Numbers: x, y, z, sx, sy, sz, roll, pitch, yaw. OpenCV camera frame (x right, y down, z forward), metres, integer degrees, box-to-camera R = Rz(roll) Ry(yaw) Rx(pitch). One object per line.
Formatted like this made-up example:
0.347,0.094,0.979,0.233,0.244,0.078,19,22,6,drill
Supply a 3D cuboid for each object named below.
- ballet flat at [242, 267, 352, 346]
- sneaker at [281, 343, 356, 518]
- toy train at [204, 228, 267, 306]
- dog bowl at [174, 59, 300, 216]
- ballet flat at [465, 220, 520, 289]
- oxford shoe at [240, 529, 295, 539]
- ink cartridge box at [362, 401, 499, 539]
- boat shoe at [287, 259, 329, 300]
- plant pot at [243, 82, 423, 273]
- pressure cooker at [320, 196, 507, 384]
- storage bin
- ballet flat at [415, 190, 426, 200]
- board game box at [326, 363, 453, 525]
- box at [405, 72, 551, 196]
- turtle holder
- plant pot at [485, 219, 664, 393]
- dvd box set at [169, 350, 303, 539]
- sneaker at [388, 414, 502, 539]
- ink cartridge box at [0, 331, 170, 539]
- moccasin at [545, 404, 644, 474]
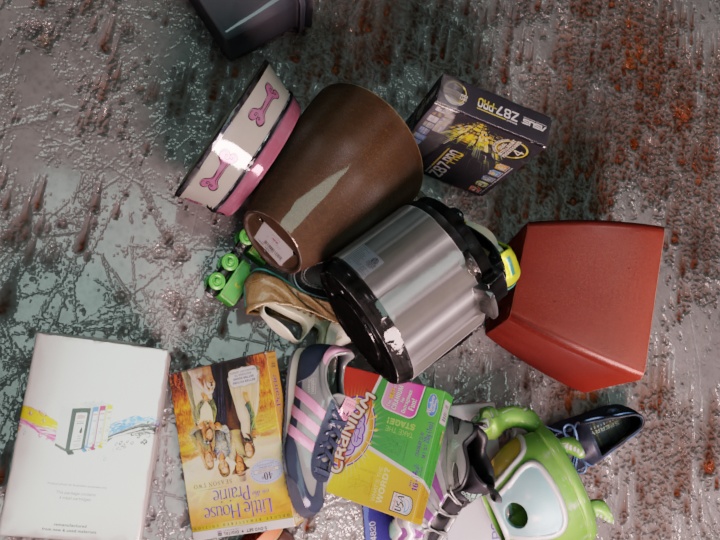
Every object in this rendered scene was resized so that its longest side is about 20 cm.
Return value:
-0.065,0.065,0.898,0.196,0.068,0.074,25,56,-21,ballet flat
-0.045,0.183,0.820,0.080,0.070,0.205,-12,66,23,sneaker
-0.137,-0.041,0.927,0.056,0.042,0.202,37,71,-16,toy train
-0.149,-0.158,0.868,0.073,0.199,0.203,34,72,-16,dog bowl
0.137,-0.044,0.927,0.066,0.199,0.068,-35,132,-16,ballet flat
-0.152,0.390,0.821,0.199,0.071,0.073,-42,97,-19,oxford shoe
0.098,0.285,0.927,0.194,0.041,0.206,-2,80,-16,ink cartridge box
0.000,0.003,0.940,0.194,0.068,0.076,2,78,-16,boat shoe
-0.049,-0.096,0.864,0.187,0.187,0.201,44,60,-3,plant pot
0.072,0.014,0.830,0.198,0.179,0.177,-36,84,-15,pressure cooker
-0.171,-0.401,0.943,0.133,0.146,0.202,-35,90,-9,storage bin
0.015,-0.149,0.985,0.199,0.068,0.046,41,102,-8,ballet flat
0.002,0.205,0.856,0.195,0.040,0.157,9,73,27,board game box
0.143,-0.178,0.947,0.158,0.200,0.050,21,73,-11,box
0.217,0.268,0.875,0.129,0.141,0.190,-23,101,-5,turtle holder
0.280,0.038,0.959,0.172,0.200,0.205,16,75,0,plant pot
-0.153,0.212,0.838,0.143,0.029,0.206,-13,82,18,dvd box set
0.111,0.276,0.832,0.077,0.138,0.206,19,75,-41,sneaker
-0.299,0.184,0.778,0.141,0.147,0.206,9,77,-13,ink cartridge box
0.315,0.238,0.983,0.197,0.068,0.082,-27,87,-17,moccasin
